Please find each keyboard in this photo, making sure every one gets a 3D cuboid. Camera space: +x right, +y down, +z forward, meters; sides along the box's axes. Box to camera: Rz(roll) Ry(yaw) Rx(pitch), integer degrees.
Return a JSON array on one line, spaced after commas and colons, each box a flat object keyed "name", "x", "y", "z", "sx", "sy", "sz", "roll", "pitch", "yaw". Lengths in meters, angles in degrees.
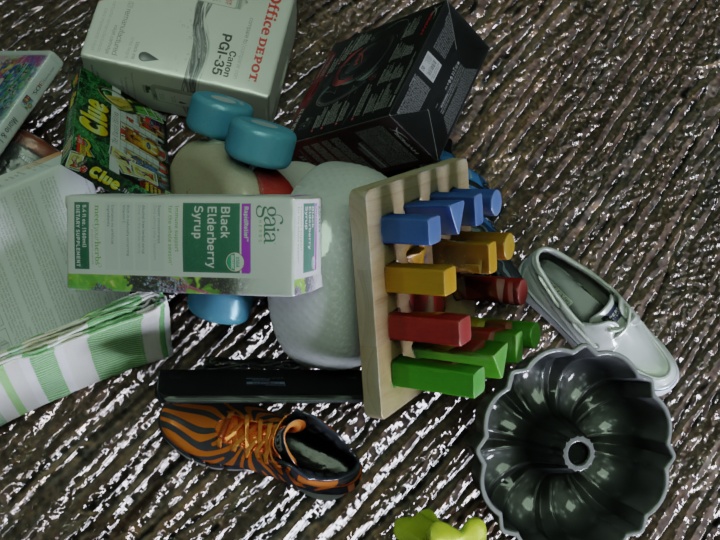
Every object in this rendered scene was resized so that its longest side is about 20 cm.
[{"name": "keyboard", "x": -0.091, "y": 0.106, "z": 0.933, "sx": 0.200, "sy": 0.127, "sz": 0.021, "roll": 2, "pitch": 103, "yaw": -9}]

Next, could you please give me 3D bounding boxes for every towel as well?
[{"name": "towel", "x": -0.264, "y": 0.087, "z": 0.889, "sx": 0.200, "sy": 0.153, "sz": 0.023, "roll": -25, "pitch": 71, "yaw": -18}]

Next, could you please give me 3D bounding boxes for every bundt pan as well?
[{"name": "bundt pan", "x": 0.189, "y": 0.166, "z": 0.935, "sx": 0.202, "sy": 0.076, "sz": 0.202, "roll": 0, "pitch": 91, "yaw": -16}]

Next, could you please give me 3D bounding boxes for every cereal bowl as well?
[{"name": "cereal bowl", "x": 0.000, "y": 0.000, "z": 0.923, "sx": 0.083, "sy": 0.200, "sz": 0.200, "roll": 10, "pitch": 65, "yaw": 28}]

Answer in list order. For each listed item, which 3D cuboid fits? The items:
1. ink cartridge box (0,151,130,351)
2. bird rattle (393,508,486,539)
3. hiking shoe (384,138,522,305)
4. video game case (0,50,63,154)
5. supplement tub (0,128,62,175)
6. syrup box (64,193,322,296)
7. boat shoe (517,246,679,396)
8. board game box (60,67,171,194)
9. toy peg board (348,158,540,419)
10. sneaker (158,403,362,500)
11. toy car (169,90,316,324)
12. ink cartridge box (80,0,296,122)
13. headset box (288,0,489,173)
[{"name": "ink cartridge box", "x": -0.319, "y": 0.002, "z": 0.895, "sx": 0.200, "sy": 0.050, "sz": 0.162, "roll": -30, "pitch": 120, "yaw": -33}, {"name": "bird rattle", "x": 0.089, "y": 0.317, "z": 0.898, "sx": 0.163, "sy": 0.113, "sz": 0.200, "roll": -40, "pitch": 92, "yaw": -7}, {"name": "hiking shoe", "x": 0.116, "y": -0.059, "z": 1.035, "sx": 0.087, "sy": 0.074, "sz": 0.200, "roll": -33, "pitch": 82, "yaw": -26}, {"name": "video game case", "x": -0.401, "y": -0.141, "z": 0.967, "sx": 0.200, "sy": 0.024, "sz": 0.182, "roll": 9, "pitch": 62, "yaw": 38}, {"name": "supplement tub", "x": -0.359, "y": -0.033, "z": 0.949, "sx": 0.107, "sy": 0.107, "sz": 0.200, "roll": 26, "pitch": 69, "yaw": 3}, {"name": "syrup box", "x": -0.135, "y": -0.024, "z": 0.819, "sx": 0.200, "sy": 0.081, "sz": 0.079, "roll": 2, "pitch": 95, "yaw": 15}, {"name": "boat shoe", "x": 0.245, "y": 0.053, "z": 1.012, "sx": 0.200, "sy": 0.065, "sz": 0.074, "roll": 37, "pitch": 69, "yaw": 7}, {"name": "board game box", "x": -0.234, "y": -0.128, "z": 0.958, "sx": 0.105, "sy": 0.023, "sz": 0.200, "roll": 27, "pitch": 23, "yaw": -27}, {"name": "toy peg board", "x": 0.088, "y": 0.011, "z": 0.887, "sx": 0.098, "sy": 0.200, "sz": 0.199, "roll": 4, "pitch": 106, "yaw": 30}, {"name": "sneaker", "x": -0.090, "y": 0.149, "z": 0.909, "sx": 0.200, "sy": 0.112, "sz": 0.078, "roll": 16, "pitch": 69, "yaw": -1}, {"name": "toy car", "x": -0.075, "y": -0.057, "z": 0.969, "sx": 0.200, "sy": 0.177, "sz": 0.184, "roll": 4, "pitch": 110, "yaw": -35}, {"name": "ink cartridge box", "x": -0.178, "y": -0.246, "z": 1.063, "sx": 0.200, "sy": 0.083, "sz": 0.147, "roll": 12, "pitch": 68, "yaw": -2}, {"name": "headset box", "x": 0.015, "y": -0.175, "z": 1.012, "sx": 0.075, "sy": 0.200, "sz": 0.149, "roll": 40, "pitch": 62, "yaw": -30}]
